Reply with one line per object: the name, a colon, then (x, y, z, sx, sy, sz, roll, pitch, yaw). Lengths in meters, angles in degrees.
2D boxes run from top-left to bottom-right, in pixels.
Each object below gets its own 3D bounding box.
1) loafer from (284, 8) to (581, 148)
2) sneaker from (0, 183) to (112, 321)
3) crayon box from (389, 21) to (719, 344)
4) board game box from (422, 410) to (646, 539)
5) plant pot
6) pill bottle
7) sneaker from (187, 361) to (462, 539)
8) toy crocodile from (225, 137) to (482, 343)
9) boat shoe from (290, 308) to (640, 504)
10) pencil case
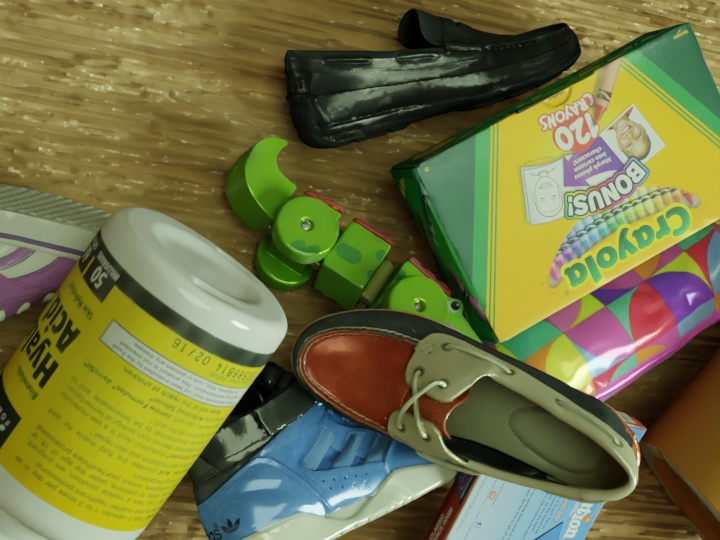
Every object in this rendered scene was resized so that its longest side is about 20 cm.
loafer: (0.048, -0.132, 0.799, 0.200, 0.068, 0.071, -17, 101, -17)
sneaker: (-0.212, 0.011, 0.702, 0.200, 0.073, 0.115, 8, 103, -25)
crayon box: (0.133, -0.055, 0.782, 0.199, 0.058, 0.119, -29, 100, -11)
board game box: (0.086, 0.166, 0.766, 0.103, 0.019, 0.201, 18, 106, -30)
plant pot: (0.292, 0.106, 0.823, 0.183, 0.200, 0.200, -38, 100, -3)
pill bottle: (-0.137, 0.075, 0.669, 0.111, 0.111, 0.200, 33, 100, -16)
sneaker: (-0.015, 0.095, 0.756, 0.199, 0.077, 0.112, -21, 82, -31)
toy crocodile: (0.000, 0.000, 0.761, 0.200, 0.068, 0.062, 37, 64, 0)
boat shoe: (0.055, 0.074, 0.683, 0.199, 0.063, 0.071, 20, 102, 4)
pencil case: (0.158, 0.042, 0.822, 0.200, 0.088, 0.089, -35, 99, -18)
